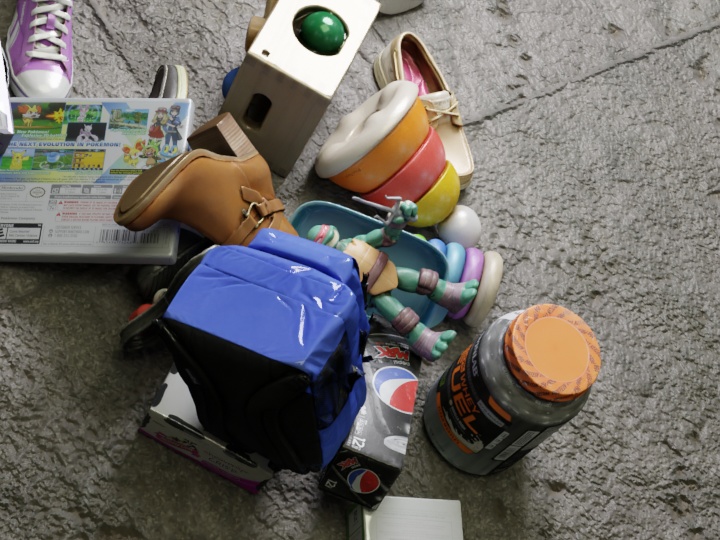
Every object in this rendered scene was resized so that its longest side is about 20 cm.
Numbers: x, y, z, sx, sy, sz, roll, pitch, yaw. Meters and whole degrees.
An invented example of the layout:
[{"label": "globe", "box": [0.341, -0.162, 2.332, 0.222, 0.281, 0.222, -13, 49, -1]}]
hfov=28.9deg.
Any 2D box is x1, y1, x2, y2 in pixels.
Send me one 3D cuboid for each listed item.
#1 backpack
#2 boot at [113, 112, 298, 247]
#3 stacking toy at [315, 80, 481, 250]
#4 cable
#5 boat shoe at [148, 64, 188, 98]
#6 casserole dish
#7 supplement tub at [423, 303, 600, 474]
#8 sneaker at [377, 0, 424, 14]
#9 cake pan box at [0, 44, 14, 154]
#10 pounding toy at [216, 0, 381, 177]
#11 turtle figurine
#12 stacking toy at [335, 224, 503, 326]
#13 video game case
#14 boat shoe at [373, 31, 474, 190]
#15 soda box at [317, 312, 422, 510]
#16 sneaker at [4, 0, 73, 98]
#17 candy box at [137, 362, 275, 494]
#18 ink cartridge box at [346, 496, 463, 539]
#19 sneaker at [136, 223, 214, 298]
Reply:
[{"label": "backpack", "box": [-0.064, 0.079, 1.257, 0.162, 0.200, 0.168, 24, 55, 24]}, {"label": "boot", "box": [-0.143, -0.047, 1.358, 0.156, 0.077, 0.200, 60, 33, -16]}, {"label": "stacking toy", "box": [0.059, -0.097, 1.556, 0.200, 0.146, 0.146, 47, 54, -16]}, {"label": "cable", "box": [-0.184, 0.022, 1.324, 0.097, 0.200, 0.050, -24, 74, -23]}, {"label": "boat shoe", "box": [-0.229, -0.140, 1.468, 0.065, 0.073, 0.201, 19, 57, -18]}, {"label": "casserole dish", "box": [0.000, 0.000, 1.467, 0.199, 0.121, 0.039, 21, 15, -1]}, {"label": "supplement tub", "box": [0.153, 0.119, 1.408, 0.122, 0.200, 0.123, 10, 59, -17]}, {"label": "sneaker", "box": [0.000, -0.358, 1.690, 0.199, 0.075, 0.089, -13, 57, -27]}, {"label": "cake pan box", "box": [-0.445, -0.206, 1.378, 0.199, 0.052, 0.185, -3, 69, -30]}, {"label": "pounding toy", "box": [-0.077, -0.249, 1.514, 0.142, 0.200, 0.184, 29, 56, -5]}, {"label": "turtle figurine", "box": [0.013, -0.001, 1.395, 0.200, 0.101, 0.150, 33, 80, -10]}, {"label": "stacking toy", "box": [0.049, -0.007, 1.514, 0.199, 0.085, 0.086, 18, 57, -6]}, {"label": "video game case", "box": [-0.274, -0.092, 1.402, 0.199, 0.022, 0.183, 1, 64, 5]}, {"label": "boat shoe", "box": [0.078, -0.188, 1.624, 0.074, 0.069, 0.200, -18, 71, -30]}, {"label": "soda box", "box": [0.014, 0.136, 1.385, 0.063, 0.071, 0.200, 22, 39, -7]}, {"label": "sneaker", "box": [-0.332, -0.274, 1.475, 0.072, 0.114, 0.201, 4, 63, -22]}, {"label": "candy box", "box": [-0.114, 0.101, 1.390, 0.136, 0.061, 0.200, 30, 55, -5]}, {"label": "ink cartridge box", "box": [0.046, 0.320, 1.337, 0.103, 0.059, 0.201, 7, 60, -17]}, {"label": "sneaker", "box": [-0.183, -0.050, 1.443, 0.088, 0.074, 0.200, 37, 48, 5]}]
